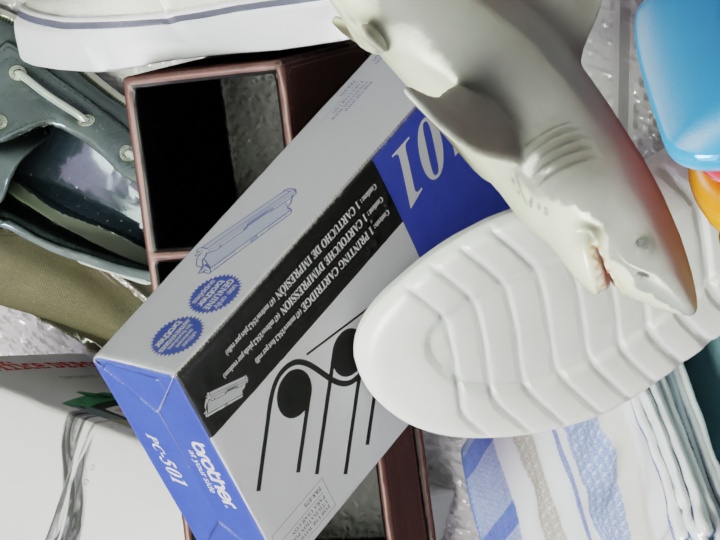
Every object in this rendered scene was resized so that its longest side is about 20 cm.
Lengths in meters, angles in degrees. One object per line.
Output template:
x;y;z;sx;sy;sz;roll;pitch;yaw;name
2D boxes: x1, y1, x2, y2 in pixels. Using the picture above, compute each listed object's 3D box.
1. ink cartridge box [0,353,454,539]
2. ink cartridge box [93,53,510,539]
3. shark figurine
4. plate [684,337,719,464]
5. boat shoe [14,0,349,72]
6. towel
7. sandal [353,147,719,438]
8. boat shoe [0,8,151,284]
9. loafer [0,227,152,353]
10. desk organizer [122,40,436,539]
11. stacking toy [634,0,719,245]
-0.082;0.103;1.210;0.199;0.146;0.085;19;96;21;ink cartridge box
0.000;0.000;0.986;0.044;0.200;0.094;10;138;41;ink cartridge box
0.034;-0.091;0.877;0.215;0.089;0.128;47;-179;-24;shark figurine
0.125;0.084;1.042;0.200;0.025;0.202;174;90;-70;plate
-0.055;-0.114;1.031;0.199;0.071;0.070;-1;103;46;boat shoe
0.084;0.084;1.087;0.024;0.148;0.200;-6;151;-19;towel
0.093;-0.006;0.963;0.202;0.050;0.083;-26;112;4;sandal
-0.137;-0.053;1.137;0.199;0.062;0.073;28;109;3;boat shoe
-0.146;-0.005;1.211;0.200;0.070;0.075;36;144;0;loafer
-0.029;0.018;1.049;0.071;0.077;0.201;-4;99;24;desk organizer
0.160;-0.002;0.903;0.115;0.110;0.201;-11;123;5;stacking toy
